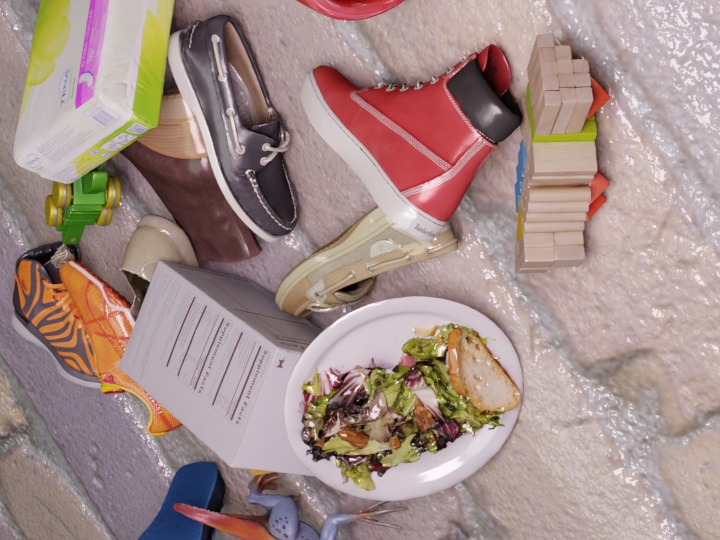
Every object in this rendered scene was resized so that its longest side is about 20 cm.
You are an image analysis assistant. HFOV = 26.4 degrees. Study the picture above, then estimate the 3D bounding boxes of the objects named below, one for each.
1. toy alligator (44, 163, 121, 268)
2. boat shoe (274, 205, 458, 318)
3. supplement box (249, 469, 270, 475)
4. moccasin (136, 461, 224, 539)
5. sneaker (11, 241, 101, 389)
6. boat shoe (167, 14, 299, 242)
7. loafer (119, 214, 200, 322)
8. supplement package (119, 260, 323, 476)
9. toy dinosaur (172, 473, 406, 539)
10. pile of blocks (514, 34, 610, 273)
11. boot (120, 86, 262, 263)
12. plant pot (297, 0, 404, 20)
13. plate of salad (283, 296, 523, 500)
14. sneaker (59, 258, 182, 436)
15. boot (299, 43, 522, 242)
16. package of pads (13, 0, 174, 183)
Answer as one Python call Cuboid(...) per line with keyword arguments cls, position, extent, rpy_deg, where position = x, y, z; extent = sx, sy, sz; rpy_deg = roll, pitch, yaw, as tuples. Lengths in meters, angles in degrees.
Cuboid(cls="toy alligator", position=(-0.271, -0.065, 1.464), extent=(0.200, 0.059, 0.054), rpy_deg=(132, 133, -59))
Cuboid(cls="boat shoe", position=(0.002, -0.001, 1.288), extent=(0.201, 0.073, 0.063), rpy_deg=(-36, 82, 39))
Cuboid(cls="supplement box", position=(-0.030, 0.132, 1.390), extent=(0.200, 0.066, 0.069), rpy_deg=(-21, 97, 45))
Cuboid(cls="moccasin", position=(-0.170, 0.272, 1.511), extent=(0.080, 0.200, 0.068), rpy_deg=(1, 123, 22))
Cuboid(cls="sneaker", position=(-0.291, 0.040, 1.566), extent=(0.200, 0.078, 0.112), rpy_deg=(26, 128, 30))
Cuboid(cls="boat shoe", position=(-0.095, -0.121, 1.311), extent=(0.060, 0.074, 0.200), rpy_deg=(-18, 100, 28))
Cuboid(cls="loafer", position=(-0.177, 0.039, 1.444), extent=(0.076, 0.068, 0.200), rpy_deg=(14, 139, 39))
Cuboid(cls="supplement package", position=(-0.103, 0.084, 1.335), extent=(0.200, 0.114, 0.110), rpy_deg=(33, 104, 48))
Cuboid(cls="toy dinosaur", position=(-0.050, 0.275, 1.434), extent=(0.182, 0.199, 0.105), rpy_deg=(-120, 15, -46))
Cuboid(cls="pile of blocks", position=(0.151, -0.082, 1.129), extent=(0.062, 0.082, 0.200), rpy_deg=(-1, 131, -4))
Cuboid(cls="boot", position=(-0.182, -0.084, 1.407), extent=(0.200, 0.072, 0.167), rpy_deg=(5, 120, 47))
Cuboid(cls="plant pot", position=(-0.033, -0.302, 1.072), extent=(0.182, 0.200, 0.201), rpy_deg=(39, 133, 31))
Cuboid(cls="plate of salad", position=(0.038, 0.113, 1.250), extent=(0.048, 0.199, 0.201), rpy_deg=(-108, 18, -59))
Cuboid(cls="sneaker", position=(-0.238, 0.074, 1.495), extent=(0.200, 0.077, 0.073), rpy_deg=(52, 178, 12))
Cuboid(cls="boot", position=(0.042, -0.134, 1.188), extent=(0.144, 0.072, 0.200), rpy_deg=(-53, 48, 15))
Cuboid(cls="package of pads", position=(-0.227, -0.189, 1.318), extent=(0.154, 0.068, 0.201), rpy_deg=(-26, 51, 45))
